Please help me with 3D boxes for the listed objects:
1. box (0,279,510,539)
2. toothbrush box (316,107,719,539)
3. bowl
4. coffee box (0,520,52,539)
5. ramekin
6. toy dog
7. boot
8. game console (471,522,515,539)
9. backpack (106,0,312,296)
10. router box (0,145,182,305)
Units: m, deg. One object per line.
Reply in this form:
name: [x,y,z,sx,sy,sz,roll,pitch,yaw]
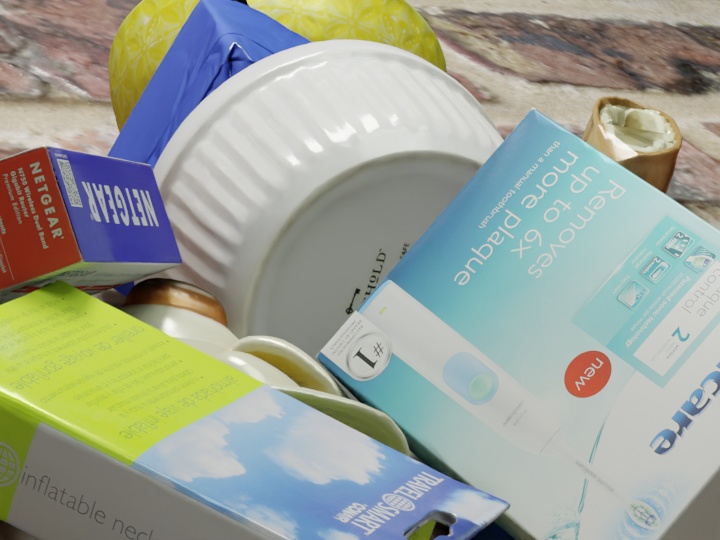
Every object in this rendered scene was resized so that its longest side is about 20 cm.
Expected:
box: [-0.058,0.073,0.991,0.199,0.048,0.122,25,19,15]
toothbrush box: [0.102,0.047,1.140,0.200,0.147,0.085,39,-5,42]
bowl: [-0.048,-0.074,1.591,0.199,0.200,0.108,14,51,-18]
coffee box: [-0.090,0.159,0.974,0.079,0.114,0.200,12,20,-24]
ramekin: [0.000,0.000,1.316,0.199,0.201,0.105,10,16,-27]
toy dog: [-0.085,0.081,1.177,0.193,0.140,0.200,18,9,-10]
boot: [0.101,0.025,1.392,0.066,0.201,0.175,20,19,-5]
game console: [0.140,0.141,1.249,0.170,0.119,0.200,3,26,-40]
backpack: [-0.026,-0.018,1.458,0.199,0.163,0.168,26,22,-24]
router box: [-0.181,0.003,1.150,0.178,0.049,0.200,-19,-2,6]
